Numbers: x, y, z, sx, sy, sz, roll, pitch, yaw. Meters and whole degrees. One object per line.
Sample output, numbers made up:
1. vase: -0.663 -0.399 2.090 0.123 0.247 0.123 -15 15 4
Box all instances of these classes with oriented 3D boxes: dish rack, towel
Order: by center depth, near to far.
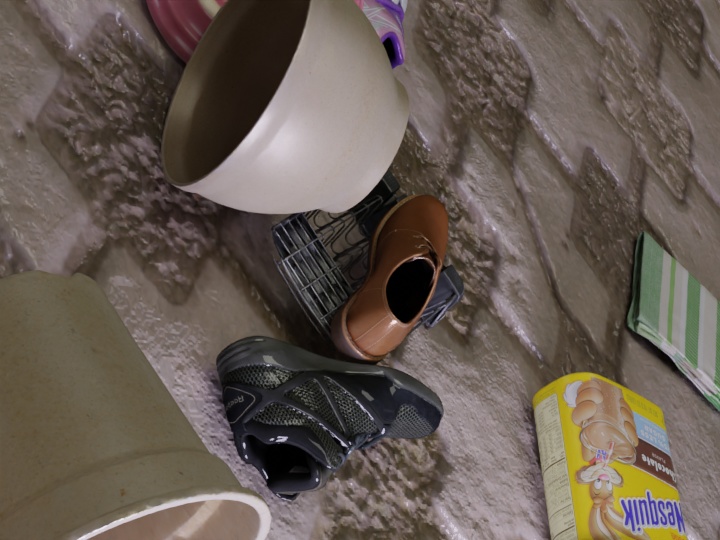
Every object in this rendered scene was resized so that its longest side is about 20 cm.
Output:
1. dish rack: 0.000 0.000 1.290 0.154 0.054 0.200 55 38 1
2. towel: 0.367 0.068 1.683 0.200 0.023 0.153 40 39 -19

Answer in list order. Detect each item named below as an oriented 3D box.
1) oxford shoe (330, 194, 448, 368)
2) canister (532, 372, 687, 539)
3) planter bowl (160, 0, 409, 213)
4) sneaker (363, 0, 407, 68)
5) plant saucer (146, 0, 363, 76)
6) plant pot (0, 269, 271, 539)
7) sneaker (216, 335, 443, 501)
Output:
1. oxford shoe: 0.043 -0.002 1.239 0.071 0.071 0.201 41 40 -15
2. canister: 0.225 0.206 1.364 0.148 0.086 0.202 27 44 -35
3. planter bowl: -0.047 -0.127 1.199 0.134 0.200 0.202 28 44 -28
4. sneaker: -0.023 -0.231 1.419 0.199 0.080 0.090 8 65 -47
5. plant saucer: -0.086 -0.254 1.310 0.198 0.051 0.203 5 75 -20
6. plant pot: -0.180 0.110 0.905 0.199 0.201 0.185 0 52 -48
7. sneaker: -0.018 0.125 1.158 0.198 0.076 0.115 17 53 -37
